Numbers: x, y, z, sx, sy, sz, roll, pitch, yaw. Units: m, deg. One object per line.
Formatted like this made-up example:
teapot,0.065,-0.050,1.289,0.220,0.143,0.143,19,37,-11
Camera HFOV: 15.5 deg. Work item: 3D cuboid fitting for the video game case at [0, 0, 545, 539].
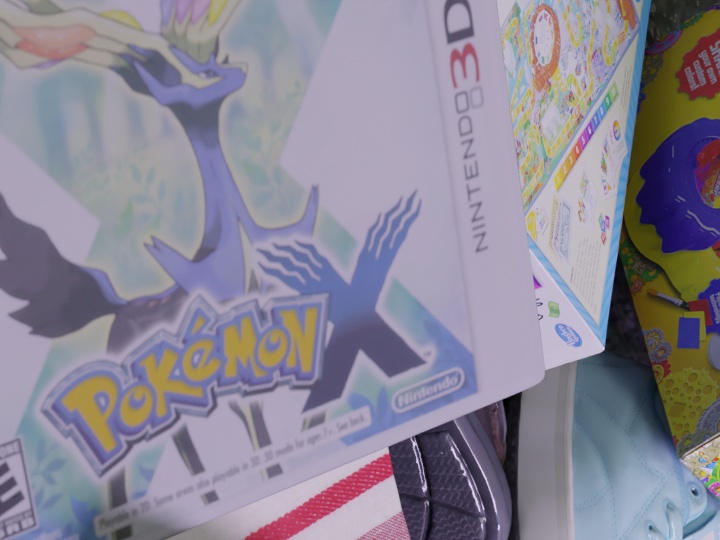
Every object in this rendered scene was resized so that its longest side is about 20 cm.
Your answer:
video game case,-0.040,-0.025,0.711,0.200,0.022,0.183,-20,110,-32

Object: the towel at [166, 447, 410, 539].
towel,-0.059,0.043,0.744,0.144,0.023,0.200,-29,118,-32

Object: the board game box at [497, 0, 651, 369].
board game box,0.048,-0.081,0.918,0.134,0.034,0.200,51,34,-31

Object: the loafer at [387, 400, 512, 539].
loafer,0.000,0.000,0.815,0.063,0.072,0.200,-60,135,-60

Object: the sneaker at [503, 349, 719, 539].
sneaker,0.086,0.089,0.885,0.200,0.082,0.074,-80,179,-52

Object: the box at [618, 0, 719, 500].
box,0.195,0.019,0.984,0.193,0.122,0.200,44,23,-36
